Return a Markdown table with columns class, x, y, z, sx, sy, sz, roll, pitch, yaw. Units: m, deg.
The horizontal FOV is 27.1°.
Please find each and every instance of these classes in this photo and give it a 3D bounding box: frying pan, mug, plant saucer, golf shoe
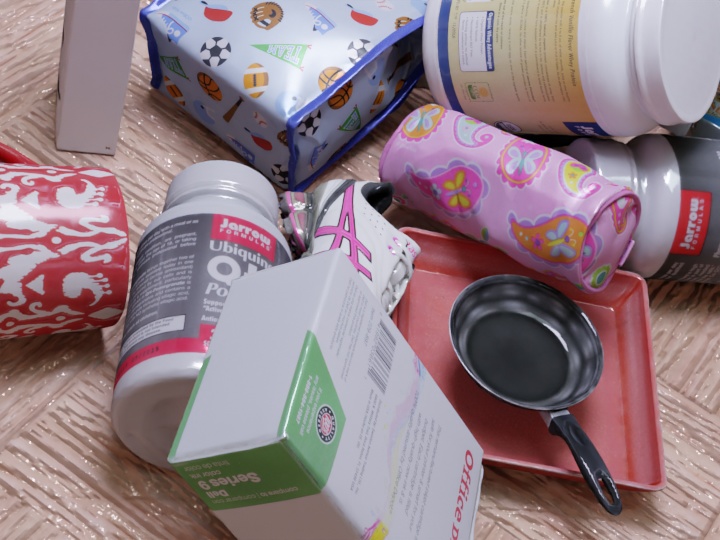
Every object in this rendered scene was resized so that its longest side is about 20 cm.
| class | x | y | z | sx | sy | sz | roll | pitch | yaw |
| --- | --- | --- | --- | --- | --- | --- | --- | --- | --- |
| frying pan | 0.139 | 0.078 | 1.033 | 0.115 | 0.031 | 0.190 | -29 | 66 | -35 |
| mug | -0.262 | -0.033 | 0.979 | 0.198 | 0.133 | 0.179 | -2 | 80 | -24 |
| plant saucer | 0.114 | 0.069 | 1.080 | 0.198 | 0.037 | 0.201 | 11 | 47 | -7 |
| golf shoe | 0.000 | 0.000 | 1.049 | 0.091 | 0.073 | 0.201 | -16 | 43 | -1 |

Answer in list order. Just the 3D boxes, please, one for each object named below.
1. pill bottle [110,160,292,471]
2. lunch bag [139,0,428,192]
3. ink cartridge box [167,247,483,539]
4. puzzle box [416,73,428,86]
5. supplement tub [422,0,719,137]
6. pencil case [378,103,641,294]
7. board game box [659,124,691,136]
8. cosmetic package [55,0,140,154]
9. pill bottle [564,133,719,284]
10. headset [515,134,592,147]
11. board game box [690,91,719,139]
| class | x | y | z | sx | sy | sz | roll | pitch | yaw |
| --- | --- | --- | --- | --- | --- | --- | --- | --- | --- |
| pill bottle | -0.101 | 0.025 | 1.000 | 0.110 | 0.111 | 0.201 | 9 | 47 | -9 |
| lunch bag | -0.046 | -0.184 | 1.189 | 0.170 | 0.124 | 0.200 | 37 | 65 | 16 |
| ink cartridge box | -0.011 | 0.112 | 0.891 | 0.087 | 0.200 | 0.146 | -16 | 39 | 29 |
| puzzle box | 0.018 | -0.242 | 1.336 | 0.132 | 0.026 | 0.201 | 0 | 50 | -16 |
| supplement tub | 0.163 | -0.175 | 1.145 | 0.199 | 0.145 | 0.144 | 5 | 36 | 36 |
| pencil case | 0.109 | -0.057 | 1.112 | 0.199 | 0.088 | 0.087 | 26 | 43 | 34 |
| board game box | 0.297 | -0.188 | 1.254 | 0.034 | 0.127 | 0.200 | 28 | 20 | 10 |
| cosmetic package | -0.192 | -0.186 | 1.100 | 0.050 | 0.201 | 0.083 | 3 | 48 | -15 |
| pill bottle | 0.261 | -0.048 | 1.176 | 0.198 | 0.114 | 0.115 | 4 | 48 | -14 |
| headset | 0.192 | -0.172 | 1.313 | 0.199 | 0.094 | 0.124 | -26 | 64 | -16 |
| board game box | 0.388 | -0.124 | 1.321 | 0.147 | 0.065 | 0.200 | 32 | 49 | 13 |
